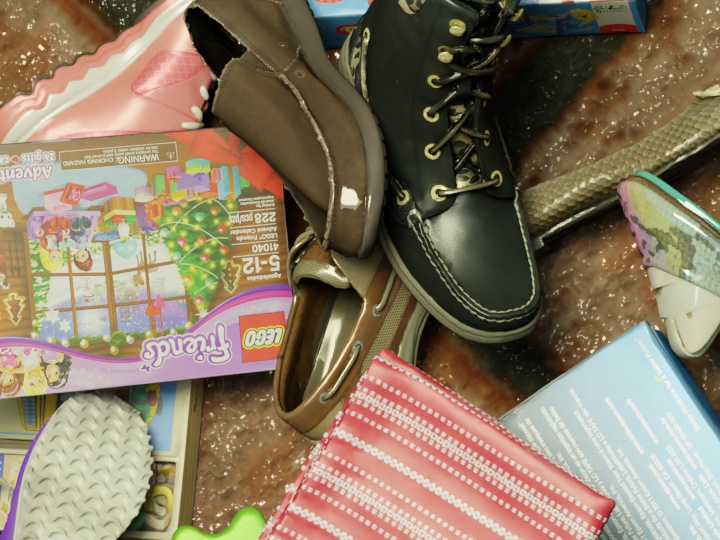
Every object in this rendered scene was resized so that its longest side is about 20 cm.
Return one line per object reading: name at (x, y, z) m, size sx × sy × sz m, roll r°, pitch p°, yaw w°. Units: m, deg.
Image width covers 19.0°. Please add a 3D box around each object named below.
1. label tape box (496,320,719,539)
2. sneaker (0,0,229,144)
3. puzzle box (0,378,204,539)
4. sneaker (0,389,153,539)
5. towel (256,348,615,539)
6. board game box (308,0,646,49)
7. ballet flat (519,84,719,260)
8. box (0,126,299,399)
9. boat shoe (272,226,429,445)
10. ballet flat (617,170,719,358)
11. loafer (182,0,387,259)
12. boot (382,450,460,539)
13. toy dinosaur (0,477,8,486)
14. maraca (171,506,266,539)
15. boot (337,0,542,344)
label tape box at (0.111, 0.143, 1.128) m, size 0.200 × 0.063 × 0.144 m, roll -35°, pitch 73°, yaw 9°
sneaker at (-0.113, -0.100, 1.233) m, size 0.200 × 0.074 × 0.087 m, roll -34°, pitch 88°, yaw -5°
puzzle box at (-0.155, 0.053, 1.233) m, size 0.133 × 0.025 × 0.201 m, roll 1°, pitch 79°, yaw 15°
sneaker at (-0.178, 0.161, 1.167) m, size 0.069 × 0.099 × 0.200 m, roll 27°, pitch 60°, yaw -22°
towel at (0.012, 0.157, 1.038) m, size 0.144 × 0.022 × 0.200 m, roll 33°, pitch 93°, yaw 17°
board game box at (0.062, -0.233, 1.222) m, size 0.195 × 0.056 × 0.201 m, roll -2°, pitch 78°, yaw 13°
ballet flat at (0.137, -0.058, 1.165) m, size 0.200 × 0.067 × 0.046 m, roll -31°, pitch 80°, yaw 13°
box at (-0.138, -0.005, 1.174) m, size 0.200 × 0.039 × 0.137 m, roll -6°, pitch 92°, yaw -14°
boat shoe at (0.000, 0.000, 1.168) m, size 0.076 × 0.072 × 0.200 m, roll -2°, pitch 72°, yaw 43°
ballet flat at (0.206, 0.029, 1.109) m, size 0.200 × 0.069 × 0.071 m, roll 33°, pitch 89°, yaw -2°
loafer at (-0.044, -0.079, 1.138) m, size 0.071 × 0.073 × 0.200 m, roll -10°, pitch 47°, yaw -20°
boot at (-0.001, 0.187, 1.076) m, size 0.144 × 0.071 × 0.201 m, roll -30°, pitch 82°, yaw -1°
toy dinosaur at (-0.292, 0.142, 1.243) m, size 0.200 × 0.058 × 0.101 m, roll -37°, pitch 87°, yaw 12°
maraca at (-0.077, 0.226, 1.136) m, size 0.137 × 0.107 × 0.200 m, roll 24°, pitch 80°, yaw 3°
boot at (0.049, -0.079, 1.088) m, size 0.073 × 0.154 × 0.204 m, roll -13°, pitch 64°, yaw -18°
